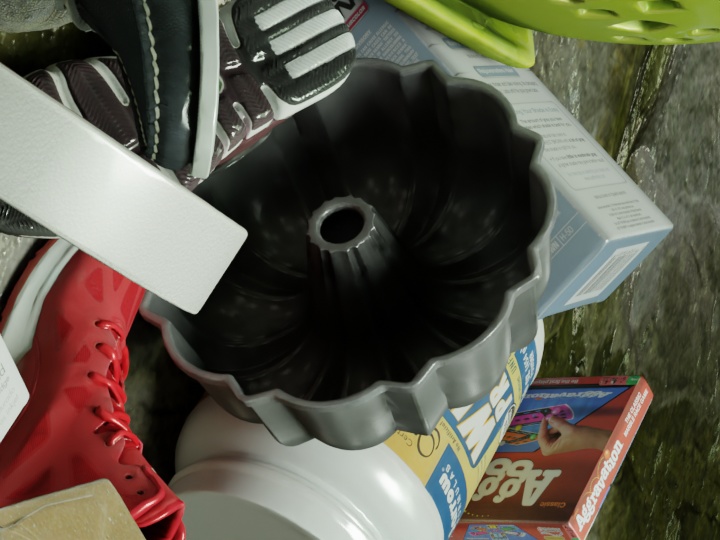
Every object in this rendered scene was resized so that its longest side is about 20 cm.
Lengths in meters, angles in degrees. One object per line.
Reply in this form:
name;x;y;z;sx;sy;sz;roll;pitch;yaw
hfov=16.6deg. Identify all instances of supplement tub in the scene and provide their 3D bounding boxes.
supplement tub;-0.005;0.078;1.242;0.201;0.144;0.145;-59;149;-36

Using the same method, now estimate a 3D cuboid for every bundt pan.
bundt pan;0.000;0.000;1.149;0.203;0.200;0.076;-63;151;-28

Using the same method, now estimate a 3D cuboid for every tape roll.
tape roll;-0.130;-0.054;0.854;0.037;0.202;0.203;-56;153;-1

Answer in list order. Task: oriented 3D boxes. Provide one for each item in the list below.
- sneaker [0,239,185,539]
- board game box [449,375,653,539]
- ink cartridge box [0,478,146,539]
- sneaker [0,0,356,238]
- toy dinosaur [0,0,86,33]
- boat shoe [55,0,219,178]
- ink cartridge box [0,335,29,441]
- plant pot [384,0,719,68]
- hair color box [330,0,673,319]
sneaker;-0.107;0.070;1.055;0.201;0.115;0.078;-66;153;-24
board game box;0.052;0.101;1.317;0.019;0.199;0.103;55;48;-32
ink cartridge box;-0.111;0.206;0.906;0.165;0.201;0.075;-43;163;32
sneaker;-0.099;-0.052;1.081;0.199;0.115;0.076;-25;83;-29
toy dinosaur;-0.124;-0.132;0.972;0.200;0.077;0.103;-22;128;-57
boat shoe;-0.088;-0.119;0.879;0.076;0.060;0.201;107;-23;-52
ink cartridge box;-0.202;0.020;0.889;0.116;0.066;0.201;-60;150;-32
plant pot;0.093;-0.208;1.163;0.199;0.180;0.202;16;65;-63
hair color box;0.059;-0.071;1.253;0.061;0.200;0.099;-47;165;22
